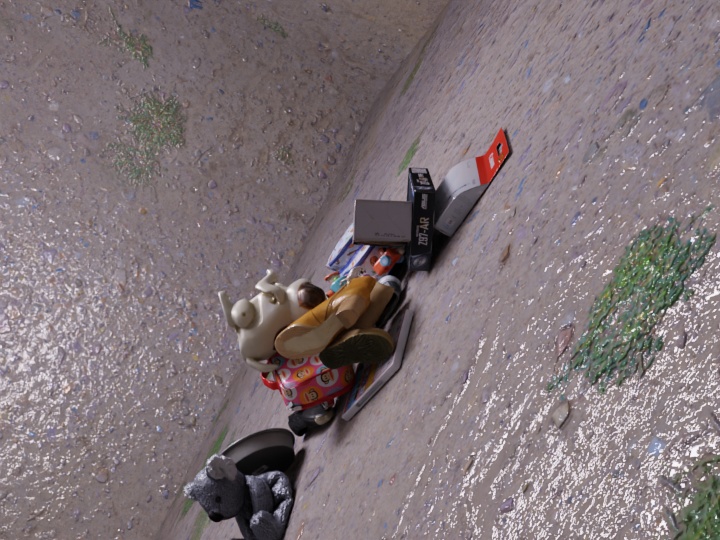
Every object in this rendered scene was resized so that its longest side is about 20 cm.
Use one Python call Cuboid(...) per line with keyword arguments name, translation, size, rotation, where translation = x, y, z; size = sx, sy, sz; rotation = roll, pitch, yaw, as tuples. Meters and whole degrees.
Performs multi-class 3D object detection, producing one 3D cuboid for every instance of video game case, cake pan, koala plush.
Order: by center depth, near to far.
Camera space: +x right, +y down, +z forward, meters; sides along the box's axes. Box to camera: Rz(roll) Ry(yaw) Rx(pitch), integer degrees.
Cuboid(name="video game case", translation=(0.032, 0.180, 1.618), size=(0.200, 0.017, 0.144), rotation=(-51, 14, 41))
Cuboid(name="koala plush", translation=(-0.250, 0.456, 1.718), size=(0.178, 0.198, 0.185), rotation=(-51, 13, 42))
Cuboid(name="cake pan", translation=(-0.224, 0.413, 1.833), size=(0.201, 0.199, 0.037), rotation=(-55, 51, 29))

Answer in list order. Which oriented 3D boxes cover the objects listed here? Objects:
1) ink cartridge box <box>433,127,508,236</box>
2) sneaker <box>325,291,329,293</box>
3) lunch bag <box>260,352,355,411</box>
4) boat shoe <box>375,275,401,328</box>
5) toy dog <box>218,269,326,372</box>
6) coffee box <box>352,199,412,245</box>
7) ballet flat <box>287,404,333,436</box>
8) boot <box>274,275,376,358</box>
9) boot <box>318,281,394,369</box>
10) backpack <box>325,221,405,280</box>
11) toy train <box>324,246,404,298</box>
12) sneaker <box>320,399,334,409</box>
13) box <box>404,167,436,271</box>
Cuboid(name="ink cartridge box", translation=(0.210, -0.183, 1.668), size=(0.201, 0.047, 0.161), rotation=(-57, 11, 24))
Cuboid(name="sneaker", translation=(-0.092, 0.086, 2.091), size=(0.198, 0.077, 0.081), rotation=(-21, -11, -32))
Cuboid(name="lunch bag", translation=(-0.113, 0.191, 1.706), size=(0.174, 0.083, 0.200), rotation=(-22, 28, -7))
Cuboid(name="boat shoe", translation=(0.013, 0.096, 1.785), size=(0.201, 0.072, 0.071), rotation=(-55, 9, 22))
Cuboid(name="toy dog", translation=(-0.160, 0.087, 1.701), size=(0.198, 0.140, 0.195), rotation=(-24, 48, -3))
Cuboid(name="coffee box", translation=(0.040, -0.093, 1.721), size=(0.200, 0.111, 0.081), rotation=(141, 131, -88))
Cuboid(name="ballet flat", translation=(-0.100, 0.320, 1.837), size=(0.066, 0.057, 0.200), rotation=(-33, 2, -27))
Cuboid(name="boot", translation=(-0.061, 0.087, 1.623), size=(0.200, 0.071, 0.144), rotation=(-28, 14, 25))
Cuboid(name="boot", translation=(0.020, 0.091, 1.631), size=(0.173, 0.067, 0.201), rotation=(-13, 29, 35))
Cuboid(name="backpack", translation=(0.025, -0.037, 1.916), size=(0.190, 0.153, 0.202), rotation=(-21, 38, 61))
Cuboid(name="toy train", translation=(0.000, 0.000, 1.756), size=(0.199, 0.056, 0.151), rotation=(-16, -30, -54))
Cuboid(name="sneaker", translation=(-0.059, 0.213, 1.811), size=(0.201, 0.084, 0.078), rotation=(-94, -6, -59))
Cuboid(name="box", translation=(0.118, -0.107, 1.725), size=(0.200, 0.043, 0.163), rotation=(-90, 3, -70))
